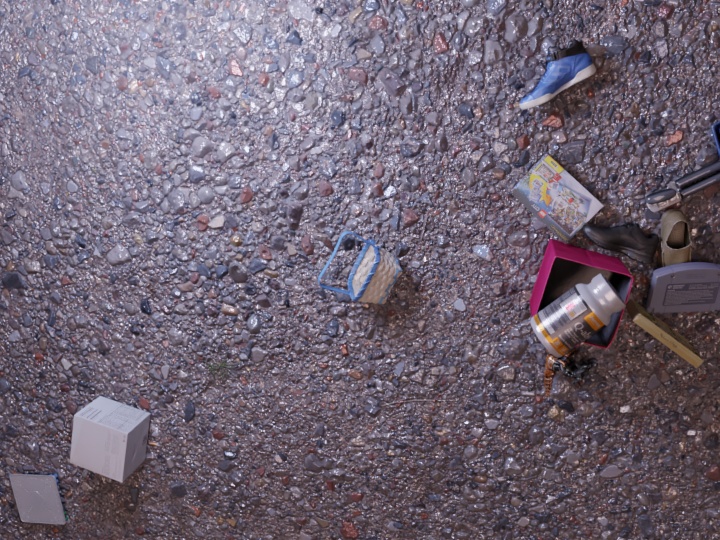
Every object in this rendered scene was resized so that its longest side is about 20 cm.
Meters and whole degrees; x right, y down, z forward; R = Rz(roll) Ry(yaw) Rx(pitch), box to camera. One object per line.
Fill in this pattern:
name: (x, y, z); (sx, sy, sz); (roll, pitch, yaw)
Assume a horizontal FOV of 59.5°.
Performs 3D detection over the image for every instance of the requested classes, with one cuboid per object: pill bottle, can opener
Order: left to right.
pill bottle: (0.510, 0.104, 1.477); (0.200, 0.116, 0.117); (-40, 93, 21)
can opener: (0.807, -0.204, 1.563); (0.198, 0.067, 0.053); (-27, 99, 13)

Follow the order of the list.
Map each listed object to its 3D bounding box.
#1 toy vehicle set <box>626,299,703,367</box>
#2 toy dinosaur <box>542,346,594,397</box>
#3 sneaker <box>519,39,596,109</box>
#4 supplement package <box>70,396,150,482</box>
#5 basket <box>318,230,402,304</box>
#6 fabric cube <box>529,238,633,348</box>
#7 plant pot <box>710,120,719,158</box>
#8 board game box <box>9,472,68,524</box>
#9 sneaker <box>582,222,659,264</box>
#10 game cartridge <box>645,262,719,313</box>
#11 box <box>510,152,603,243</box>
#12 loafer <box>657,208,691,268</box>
toy vehicle set: (0.783, 0.160, 1.631); (0.199, 0.124, 0.027); (36, 110, 2)
toy dinosaur: (0.563, 0.253, 1.741); (0.135, 0.102, 0.202); (28, 126, 29)
sneaker: (0.468, -0.489, 1.555); (0.199, 0.077, 0.112); (-28, 103, 14)
supplement package: (-0.839, 0.563, 2.118); (0.198, 0.147, 0.193); (16, 108, 9)
basket: (0.000, 0.000, 1.758); (0.198, 0.139, 0.177); (22, 112, -26)
fabric cube: (0.558, 0.055, 1.618); (0.198, 0.199, 0.198); (16, 107, 9)
plant pot: (0.933, -0.289, 1.434); (0.198, 0.180, 0.202); (-23, 99, 7)
board game box: (-1.196, 0.846, 2.345); (0.197, 0.026, 0.203); (-3, 104, 14)
sneaker: (0.673, -0.088, 1.626); (0.198, 0.076, 0.092); (19, 102, -2)
game cartridge: (0.836, 0.044, 1.600); (0.197, 0.041, 0.135); (-2, 125, 1)
box: (0.512, -0.189, 1.648); (0.200, 0.038, 0.137); (42, 110, 0)
loafer: (0.798, -0.053, 1.598); (0.075, 0.067, 0.202); (-9, 105, 16)
